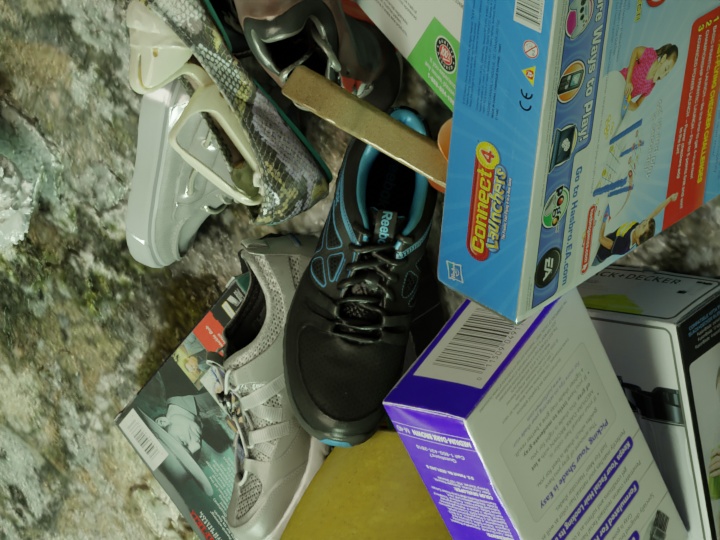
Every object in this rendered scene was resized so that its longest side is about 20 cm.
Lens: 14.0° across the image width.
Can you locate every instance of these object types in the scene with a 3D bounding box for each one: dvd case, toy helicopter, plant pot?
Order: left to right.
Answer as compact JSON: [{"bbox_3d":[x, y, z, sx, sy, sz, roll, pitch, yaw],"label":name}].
[{"bbox_3d":[-0.074,0.106,1.889,0.146,0.022,0.200,52,138,9],"label":"dvd case"},{"bbox_3d":[0.037,0.167,1.726,0.199,0.200,0.143,4,86,44],"label":"plant pot"},{"bbox_3d":[0.045,-0.054,1.588,0.079,0.199,0.132,-59,24,6],"label":"toy helicopter"}]

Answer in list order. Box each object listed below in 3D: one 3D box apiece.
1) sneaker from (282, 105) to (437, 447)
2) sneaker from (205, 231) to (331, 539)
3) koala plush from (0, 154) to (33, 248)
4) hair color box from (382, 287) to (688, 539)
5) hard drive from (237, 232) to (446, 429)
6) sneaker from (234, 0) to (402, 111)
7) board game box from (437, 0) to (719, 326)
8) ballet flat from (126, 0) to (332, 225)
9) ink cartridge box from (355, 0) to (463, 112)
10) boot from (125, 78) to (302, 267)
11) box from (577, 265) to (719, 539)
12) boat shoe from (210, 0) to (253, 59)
[{"bbox_3d":[0.000,0.000,1.683,0.073,0.201,0.082,10,168,-3],"label":"sneaker"},{"bbox_3d":[-0.060,0.068,1.767,0.075,0.082,0.201,-144,63,-65],"label":"sneaker"},{"bbox_3d":[-0.313,-0.096,1.985,0.177,0.184,0.200,4,137,53],"label":"koala plush"},{"bbox_3d":[0.097,0.108,1.573,0.065,0.109,0.200,9,138,42],"label":"hair color box"},{"bbox_3d":[0.004,0.077,1.837,0.139,0.038,0.201,4,115,44],"label":"hard drive"},{"bbox_3d":[-0.027,-0.117,1.649,0.077,0.200,0.082,-17,64,15],"label":"sneaker"},{"bbox_3d":[0.128,-0.102,1.486,0.056,0.196,0.201,28,130,31],"label":"board game box"},{"bbox_3d":[-0.093,-0.108,1.700,0.072,0.072,0.201,-18,111,48],"label":"ballet flat"},{"bbox_3d":[0.071,-0.198,1.537,0.146,0.084,0.201,53,145,44],"label":"ink cartridge box"},{"bbox_3d":[-0.089,-0.055,1.827,0.095,0.074,0.200,21,148,8],"label":"boot"},{"bbox_3d":[0.165,0.101,1.673,0.116,0.060,0.201,10,119,41],"label":"box"},{"bbox_3d":[-0.056,-0.169,1.699,0.200,0.075,0.061,120,153,-59],"label":"boat shoe"}]
